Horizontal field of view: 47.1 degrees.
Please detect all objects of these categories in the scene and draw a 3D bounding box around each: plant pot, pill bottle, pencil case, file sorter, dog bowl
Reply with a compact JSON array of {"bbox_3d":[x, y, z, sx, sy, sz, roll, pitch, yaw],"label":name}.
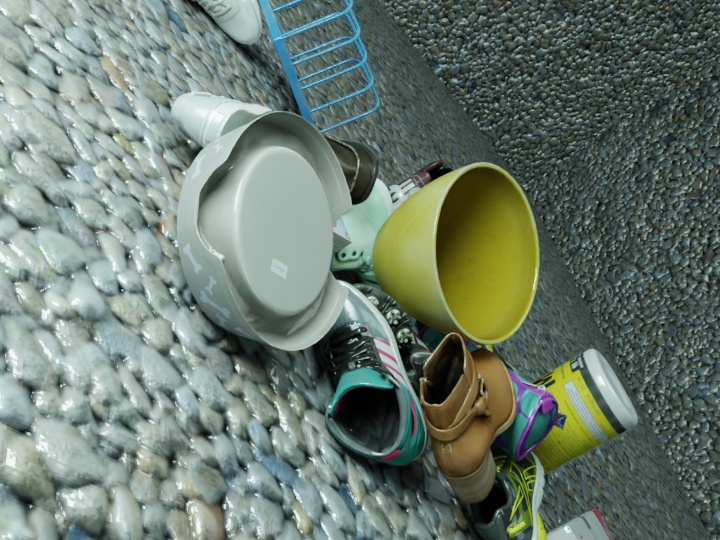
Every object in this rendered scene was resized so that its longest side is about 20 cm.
[{"bbox_3d":[0.097,-0.017,0.969,0.198,0.141,0.203,2,87,-45],"label":"plant pot"},{"bbox_3d":[0.253,0.201,1.098,0.115,0.199,0.115,49,19,-23],"label":"pill bottle"},{"bbox_3d":[0.150,0.137,1.007,0.084,0.093,0.199,6,24,-46],"label":"pencil case"},{"bbox_3d":[-0.059,-0.320,1.201,0.201,0.121,0.140,69,1,-54],"label":"file sorter"},{"bbox_3d":[-0.079,-0.032,0.718,0.199,0.058,0.203,7,81,-58],"label":"dog bowl"}]

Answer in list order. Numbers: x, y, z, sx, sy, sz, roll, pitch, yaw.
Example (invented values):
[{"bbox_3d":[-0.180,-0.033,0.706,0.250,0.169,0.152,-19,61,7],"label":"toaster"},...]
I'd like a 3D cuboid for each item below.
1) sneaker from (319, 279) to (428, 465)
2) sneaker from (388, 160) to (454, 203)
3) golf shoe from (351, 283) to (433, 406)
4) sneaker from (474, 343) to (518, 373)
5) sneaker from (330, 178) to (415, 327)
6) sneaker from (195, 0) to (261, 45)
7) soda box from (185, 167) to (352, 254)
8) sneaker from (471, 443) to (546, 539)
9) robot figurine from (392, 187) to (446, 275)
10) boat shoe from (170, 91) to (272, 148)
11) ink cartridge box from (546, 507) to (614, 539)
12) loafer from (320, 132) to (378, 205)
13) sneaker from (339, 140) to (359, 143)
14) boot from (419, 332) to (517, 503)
[{"bbox_3d":[-0.004,0.098,0.796,0.202,0.083,0.121,61,9,11],"label":"sneaker"},{"bbox_3d":[0.134,-0.147,1.523,0.076,0.115,0.200,59,18,9],"label":"sneaker"},{"bbox_3d":[0.025,0.079,0.940,0.200,0.077,0.088,50,-3,-37],"label":"golf shoe"},{"bbox_3d":[0.167,0.128,1.223,0.084,0.074,0.201,38,17,-41],"label":"sneaker"},{"bbox_3d":[0.000,0.000,1.027,0.118,0.073,0.203,-30,111,-35],"label":"sneaker"},{"bbox_3d":[-0.213,-0.380,1.113,0.201,0.074,0.100,51,41,-26],"label":"sneaker"},{"bbox_3d":[-0.089,-0.063,0.855,0.199,0.068,0.064,27,35,-60],"label":"soda box"},{"bbox_3d":[0.168,0.252,0.965,0.085,0.074,0.201,49,19,-21],"label":"sneaker"},{"bbox_3d":[0.077,-0.026,1.152,0.201,0.111,0.172,-105,-162,-57],"label":"robot figurine"},{"bbox_3d":[-0.146,-0.152,0.874,0.068,0.073,0.200,29,14,3],"label":"boat shoe"},{"bbox_3d":[0.283,0.392,1.037,0.147,0.084,0.200,63,17,21],"label":"ink cartridge box"},{"bbox_3d":[-0.062,-0.128,0.966,0.199,0.074,0.071,24,12,41],"label":"loafer"},{"bbox_3d":[-0.019,-0.121,1.099,0.071,0.099,0.200,55,16,4],"label":"sneaker"},{"bbox_3d":[0.107,0.120,0.869,0.156,0.076,0.201,66,33,-36],"label":"boot"}]
